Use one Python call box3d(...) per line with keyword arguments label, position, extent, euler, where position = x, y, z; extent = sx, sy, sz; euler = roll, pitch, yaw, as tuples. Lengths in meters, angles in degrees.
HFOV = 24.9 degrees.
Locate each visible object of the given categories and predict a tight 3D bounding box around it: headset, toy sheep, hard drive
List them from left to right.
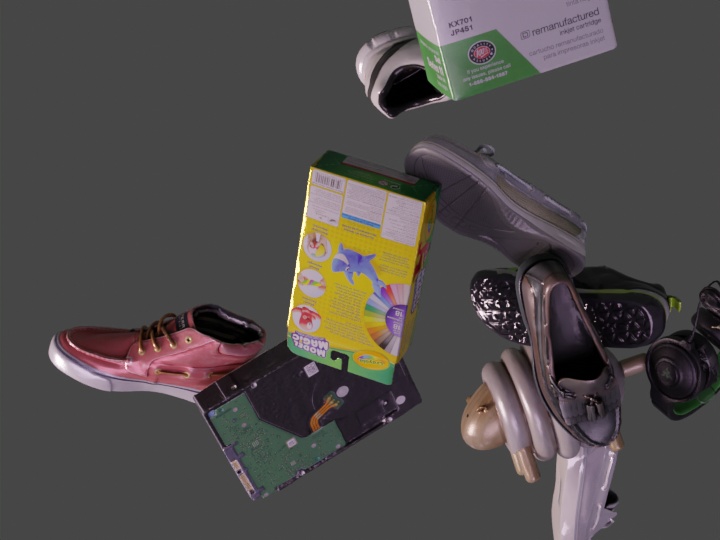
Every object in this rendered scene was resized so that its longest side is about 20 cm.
box3d(label="hard drive", position=(-0.050, 0.126, 1.604), extent=(0.200, 0.038, 0.140), euler=(-32, 127, -8))
box3d(label="toy sheep", position=(0.193, 0.126, 1.606), extent=(0.200, 0.138, 0.138), euler=(-20, 128, -5))
box3d(label="headset", position=(0.342, 0.080, 1.570), extent=(0.123, 0.094, 0.200), euler=(-39, 148, -16))

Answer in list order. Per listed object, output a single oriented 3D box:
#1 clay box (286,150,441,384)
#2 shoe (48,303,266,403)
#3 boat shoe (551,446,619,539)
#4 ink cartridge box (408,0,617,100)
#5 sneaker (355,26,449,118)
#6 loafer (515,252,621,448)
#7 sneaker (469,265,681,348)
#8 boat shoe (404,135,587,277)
box3d(label="clay box", position=(0.000, 0.000, 1.503), extent=(0.115, 0.048, 0.200), euler=(18, 122, 14))
box3d(label="shoe", position=(-0.194, 0.070, 1.576), extent=(0.200, 0.072, 0.091), euler=(14, 125, -21))
box3d(label="boat shoe", position=(0.244, 0.248, 1.748), extent=(0.068, 0.072, 0.200), euler=(-1, 119, -2))
box3d(label="ink cartridge box", position=(0.105, -0.255, 1.283), extent=(0.146, 0.083, 0.200), euler=(-19, 112, -5))
box3d(label="sneaker", position=(0.095, -0.183, 1.387), extent=(0.200, 0.080, 0.074), euler=(-23, 125, 12))
box3d(label="loafer", position=(0.194, 0.083, 1.495), extent=(0.072, 0.063, 0.200), euler=(-25, 109, -5))
box3d(label="sneaker", position=(0.206, 0.031, 1.567), extent=(0.200, 0.083, 0.072), euler=(11, 118, 20))
box3d(label="boat shoe", position=(0.127, -0.065, 1.499), extent=(0.202, 0.065, 0.074), euler=(31, 140, -18))
